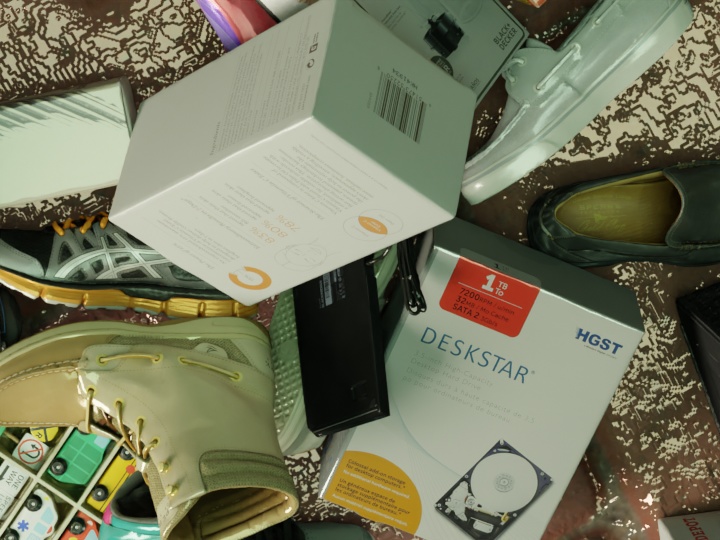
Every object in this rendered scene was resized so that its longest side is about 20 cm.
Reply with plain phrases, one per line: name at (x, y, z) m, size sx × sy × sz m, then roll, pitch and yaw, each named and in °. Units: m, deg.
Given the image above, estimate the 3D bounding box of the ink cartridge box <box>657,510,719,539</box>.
ink cartridge box at (0.317, 0.245, 1.489) m, size 0.199 × 0.147 × 0.147 m, roll -7°, pitch 100°, yaw -1°

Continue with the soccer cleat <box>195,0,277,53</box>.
soccer cleat at (-0.086, -0.181, 1.446) m, size 0.067 × 0.076 × 0.201 m, roll -32°, pitch 85°, yaw -25°

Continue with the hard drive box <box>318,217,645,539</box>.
hard drive box at (0.079, 0.083, 1.468) m, size 0.155 × 0.077 × 0.201 m, roll 21°, pitch 110°, yaw -6°

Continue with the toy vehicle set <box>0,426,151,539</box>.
toy vehicle set at (-0.232, 0.175, 1.514) m, size 0.124 × 0.027 × 0.201 m, roll 34°, pitch 97°, yaw -7°

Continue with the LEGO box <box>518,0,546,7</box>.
LEGO box at (0.129, -0.247, 1.372) m, size 0.149 × 0.200 × 0.077 m, roll -43°, pitch 98°, yaw 5°

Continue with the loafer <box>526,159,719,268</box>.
loafer at (0.214, -0.038, 1.469) m, size 0.199 × 0.072 × 0.073 m, roll -11°, pitch 84°, yaw -2°

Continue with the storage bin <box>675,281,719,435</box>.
storage bin at (0.286, 0.078, 1.432) m, size 0.093 × 0.200 × 0.136 m, roll -21°, pitch 100°, yaw 2°

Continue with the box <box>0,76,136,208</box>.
box at (-0.246, -0.076, 1.445) m, size 0.199 × 0.082 × 0.069 m, roll -12°, pitch 98°, yaw -2°

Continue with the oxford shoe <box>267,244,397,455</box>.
oxford shoe at (-0.021, 0.038, 1.489) m, size 0.058 × 0.075 × 0.201 m, roll 26°, pitch 90°, yaw -51°

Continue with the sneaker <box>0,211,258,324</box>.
sneaker at (-0.164, -0.013, 1.465) m, size 0.199 × 0.078 × 0.078 m, roll 6°, pitch 99°, yaw -14°

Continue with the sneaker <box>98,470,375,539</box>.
sneaker at (-0.088, 0.170, 1.478) m, size 0.199 × 0.084 × 0.121 m, roll -8°, pitch 122°, yaw -8°

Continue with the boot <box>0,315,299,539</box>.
boot at (-0.145, 0.110, 1.403) m, size 0.199 × 0.156 × 0.073 m, roll -5°, pitch 138°, yaw -10°

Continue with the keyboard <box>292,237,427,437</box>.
keyboard at (0.000, 0.000, 1.428) m, size 0.021 × 0.127 × 0.201 m, roll 8°, pitch 69°, yaw -41°

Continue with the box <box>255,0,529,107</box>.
box at (0.005, -0.184, 1.417) m, size 0.200 × 0.117 × 0.060 m, roll 45°, pitch 135°, yaw -10°

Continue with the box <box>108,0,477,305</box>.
box at (-0.044, -0.071, 1.362) m, size 0.124 × 0.199 × 0.098 m, roll 33°, pitch 52°, yaw -32°

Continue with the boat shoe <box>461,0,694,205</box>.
boat shoe at (0.133, -0.129, 1.458) m, size 0.200 × 0.072 × 0.069 m, roll -42°, pitch 96°, yaw 5°

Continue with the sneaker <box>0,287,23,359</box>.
sneaker at (-0.281, 0.019, 1.422) m, size 0.110 × 0.077 × 0.200 m, roll -12°, pitch 144°, yaw -7°
